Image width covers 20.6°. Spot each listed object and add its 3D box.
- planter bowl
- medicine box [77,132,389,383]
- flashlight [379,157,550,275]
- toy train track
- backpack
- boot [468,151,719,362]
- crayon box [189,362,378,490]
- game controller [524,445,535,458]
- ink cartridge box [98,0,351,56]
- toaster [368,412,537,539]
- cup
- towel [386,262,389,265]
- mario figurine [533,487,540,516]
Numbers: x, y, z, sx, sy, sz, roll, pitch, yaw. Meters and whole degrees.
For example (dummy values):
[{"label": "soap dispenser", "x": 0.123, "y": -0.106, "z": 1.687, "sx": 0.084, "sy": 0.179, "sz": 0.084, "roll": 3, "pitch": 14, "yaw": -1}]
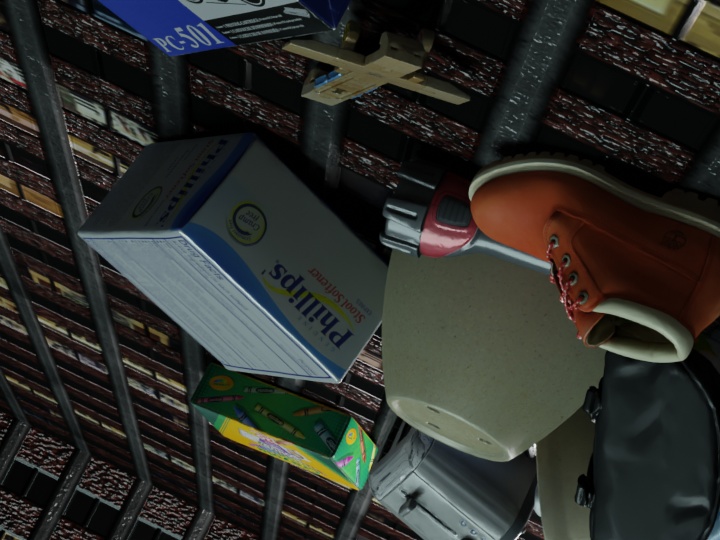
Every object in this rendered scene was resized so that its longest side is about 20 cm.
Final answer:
[{"label": "planter bowl", "x": 0.226, "y": 0.170, "z": 1.582, "sx": 0.134, "sy": 0.201, "sz": 0.200, "roll": -8, "pitch": 153, "yaw": 17}, {"label": "medicine box", "x": -0.096, "y": -0.009, "z": 1.570, "sx": 0.182, "sy": 0.103, "sz": 0.200, "roll": 44, "pitch": 159, "yaw": -24}, {"label": "flashlight", "x": 0.115, "y": -0.017, "z": 1.348, "sx": 0.200, "sy": 0.068, "sz": 0.068, "roll": 19, "pitch": 131, "yaw": 10}, {"label": "toy train track", "x": 0.002, "y": -0.130, "z": 1.220, "sx": 0.114, "sy": 0.033, "sz": 0.200, "roll": 16, "pitch": 174, "yaw": -15}, {"label": "backpack", "x": 0.241, "y": 0.103, "z": 1.316, "sx": 0.153, "sy": 0.164, "sz": 0.200, "roll": 8, "pitch": -166, "yaw": 20}, {"label": "boot", "x": 0.140, "y": -0.007, "z": 1.238, "sx": 0.200, "sy": 0.107, "sz": 0.075, "roll": 17, "pitch": 152, "yaw": 33}, {"label": "crayon box", "x": -0.089, "y": 0.184, "z": 2.337, "sx": 0.200, "sy": 0.058, "sz": 0.119, "roll": 19, "pitch": 163, "yaw": 25}, {"label": "game controller", "x": 0.122, "y": 0.091, "z": 1.652, "sx": 0.104, "sy": 0.042, "sz": 0.200, "roll": 56, "pitch": 175, "yaw": 20}, {"label": "ink cartridge box", "x": -0.092, "y": -0.178, "z": 1.185, "sx": 0.094, "sy": 0.044, "sz": 0.200, "roll": 37, "pitch": 162, "yaw": -28}, {"label": "toaster", "x": 0.095, "y": 0.161, "z": 1.776, "sx": 0.129, "sy": 0.200, "sz": 0.114, "roll": 35, "pitch": 137, "yaw": -9}, {"label": "cup", "x": 0.095, "y": 0.056, "z": 1.461, "sx": 0.200, "sy": 0.144, "sz": 0.200, "roll": 24, "pitch": 165, "yaw": 7}, {"label": "towel", "x": 0.000, "y": 0.000, "z": 1.610, "sx": 0.200, "sy": 0.018, "sz": 0.086, "roll": 37, "pitch": 165, "yaw": -3}, {"label": "mario figurine", "x": 0.222, "y": 0.200, "z": 1.801, "sx": 0.123, "sy": 0.106, "sz": 0.200, "roll": 24, "pitch": 163, "yaw": 3}]
